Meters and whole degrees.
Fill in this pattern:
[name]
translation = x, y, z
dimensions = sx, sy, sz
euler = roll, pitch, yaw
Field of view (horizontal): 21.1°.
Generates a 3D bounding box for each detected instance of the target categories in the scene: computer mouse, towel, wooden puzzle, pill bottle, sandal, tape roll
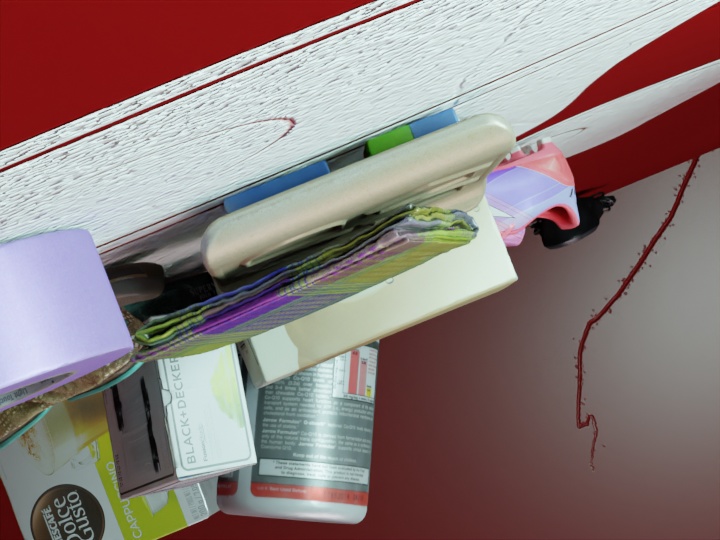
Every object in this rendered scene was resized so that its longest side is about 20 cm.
[computer mouse]
translation = 0.304, -0.081, 2.848
dimensions = 0.137, 0.053, 0.200
euler = -22, -172, 13
[towel]
translation = -0.030, 0.007, 1.166
dimensions = 0.199, 0.023, 0.143
euler = -24, 173, 19
[wooden puzzle]
translation = -0.007, -0.044, 1.135
dimensions = 0.184, 0.047, 0.200
euler = -22, 173, -3
[pill bottle]
translation = -0.045, 0.086, 1.459
dimensions = 0.115, 0.202, 0.116
euler = 5, 172, 1
[sandal]
translation = -0.208, 0.052, 1.223
dimensions = 0.198, 0.055, 0.082
euler = -23, 177, 8
[tape roll]
translation = -0.216, 0.046, 0.959
dimensions = 0.199, 0.066, 0.200
euler = -23, 178, -1

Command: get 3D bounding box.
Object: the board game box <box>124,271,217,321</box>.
[board game box]
translation = -0.192, 0.043, 1.465
dimensions = 0.135, 0.028, 0.199
euler = -25, 176, 36

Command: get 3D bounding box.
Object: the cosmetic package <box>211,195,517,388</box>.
[cosmetic package]
translation = 0.000, 0.000, 1.381
dimensions = 0.199, 0.106, 0.071
euler = -23, 178, -12

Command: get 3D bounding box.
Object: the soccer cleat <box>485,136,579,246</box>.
[soccer cleat]
translation = 0.082, -0.042, 1.487
dimensions = 0.199, 0.077, 0.067
euler = -21, 177, -27

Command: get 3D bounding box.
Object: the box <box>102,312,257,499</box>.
[box]
translation = -0.138, 0.101, 1.416
dimensions = 0.060, 0.118, 0.200
euler = -8, 171, -19

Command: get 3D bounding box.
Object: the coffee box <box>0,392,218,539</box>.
[coffee box]
translation = -0.272, 0.201, 2.086
dimensions = 0.196, 0.201, 0.200
euler = -22, 178, 3

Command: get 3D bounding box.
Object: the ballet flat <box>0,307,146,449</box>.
[ballet flat]
translation = -0.218, 0.066, 1.330
dimensions = 0.199, 0.065, 0.071
euler = -31, -166, 38
